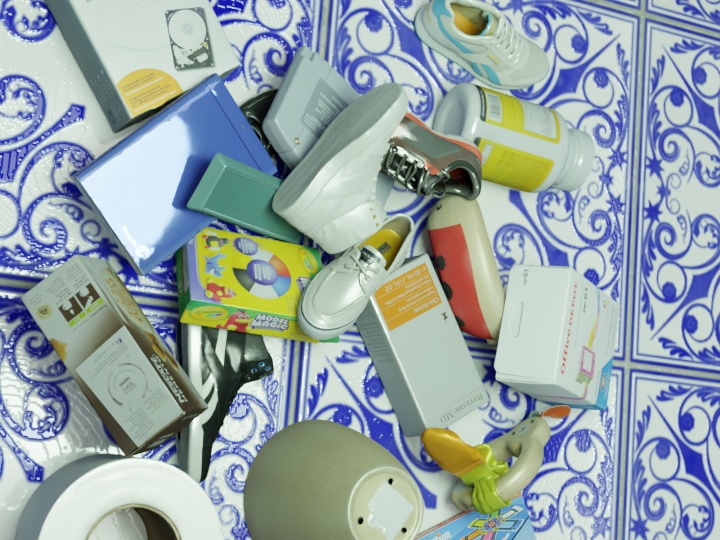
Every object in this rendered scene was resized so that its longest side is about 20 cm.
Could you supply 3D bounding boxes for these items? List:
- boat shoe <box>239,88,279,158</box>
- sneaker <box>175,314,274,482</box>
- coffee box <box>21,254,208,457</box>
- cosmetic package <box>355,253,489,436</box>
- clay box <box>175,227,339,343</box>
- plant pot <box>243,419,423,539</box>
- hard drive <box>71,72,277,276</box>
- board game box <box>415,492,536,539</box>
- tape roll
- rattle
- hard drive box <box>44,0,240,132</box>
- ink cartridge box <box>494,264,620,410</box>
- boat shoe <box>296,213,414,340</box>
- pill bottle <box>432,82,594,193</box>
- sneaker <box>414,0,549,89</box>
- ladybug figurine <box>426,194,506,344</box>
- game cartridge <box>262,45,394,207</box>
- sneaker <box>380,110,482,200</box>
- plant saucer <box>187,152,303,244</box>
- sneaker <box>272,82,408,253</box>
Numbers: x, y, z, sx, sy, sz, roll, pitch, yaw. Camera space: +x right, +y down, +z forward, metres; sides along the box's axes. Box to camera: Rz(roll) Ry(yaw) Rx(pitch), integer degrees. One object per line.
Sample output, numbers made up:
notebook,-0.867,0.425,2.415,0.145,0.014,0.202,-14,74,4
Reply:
boat shoe,-0.140,-0.150,1.430,0.199,0.066,0.075,-40,101,-23
sneaker,-0.151,0.141,1.387,0.110,0.073,0.204,3,82,-23
coffee box,-0.258,0.090,1.285,0.079,0.114,0.201,-36,83,4
cosmetic package,0.069,0.093,1.499,0.101,0.071,0.202,-27,96,-25
clay box,-0.113,0.017,1.406,0.197,0.048,0.116,9,47,-24
plant pot,-0.012,0.264,1.370,0.185,0.199,0.191,3,82,-25
hard drive,-0.203,-0.108,1.348,0.199,0.025,0.133,-40,110,-20
board game box,0.135,0.360,1.528,0.198,0.019,0.104,-20,94,-26
tape roll,-0.257,0.298,1.284,0.200,0.139,0.206,3,83,-25
rattle,0.167,0.195,1.512,0.143,0.130,0.200,43,63,0
hard drive box,-0.256,-0.286,1.386,0.155,0.077,0.202,-32,97,-25
ink cartridge box,0.252,0.087,1.526,0.199,0.084,0.147,26,70,-56
boat shoe,0.000,0.000,1.396,0.071,0.070,0.200,41,51,10
pill bottle,0.200,-0.165,1.567,0.197,0.112,0.114,14,78,-23
sneaker,0.171,-0.298,1.586,0.198,0.081,0.078,20,74,-23
ladybug figurine,0.132,-0.003,1.516,0.071,0.136,0.203,-16,88,2
game cartridge,-0.031,-0.157,1.466,0.200,0.040,0.135,41,56,-33
sneaker,0.064,-0.132,1.437,0.197,0.078,0.083,11,43,-20
plant saucer,-0.115,-0.076,1.389,0.199,0.019,0.071,20,103,-55
sneaker,0.003,-0.112,1.392,0.200,0.074,0.115,-46,124,6
